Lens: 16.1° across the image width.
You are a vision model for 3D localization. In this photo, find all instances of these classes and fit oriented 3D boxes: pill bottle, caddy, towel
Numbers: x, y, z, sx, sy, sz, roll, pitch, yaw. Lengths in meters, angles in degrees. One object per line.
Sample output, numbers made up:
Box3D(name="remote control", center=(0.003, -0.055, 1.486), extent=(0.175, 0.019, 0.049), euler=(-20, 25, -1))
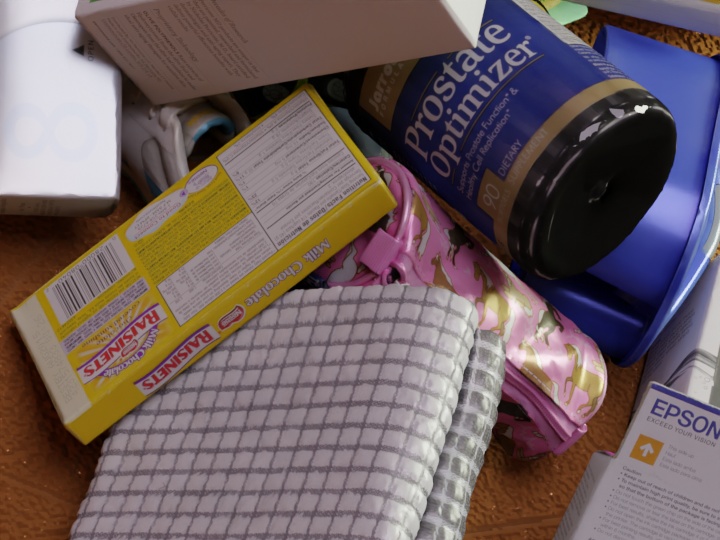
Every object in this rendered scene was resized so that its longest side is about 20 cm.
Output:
Box3D(name="pill bottle", center=(0.062, -0.094, 1.342), extent=(0.112, 0.112, 0.200), euler=(-26, 53, -34))
Box3D(name="caddy", center=(0.159, -0.042, 1.450), extent=(0.104, 0.142, 0.201), euler=(21, 54, -6))
Box3D(name="towel", center=(-0.034, 0.099, 1.256), extent=(0.086, 0.199, 0.166), euler=(49, 47, -42))

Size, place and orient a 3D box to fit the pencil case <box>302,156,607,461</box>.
Box3D(name="pencil case", center=(0.051, 0.023, 1.347), extent=(0.200, 0.083, 0.087), euler=(40, 56, -39))

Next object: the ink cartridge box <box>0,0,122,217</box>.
Box3D(name="ink cartridge box", center=(-0.225, -0.113, 1.338), extent=(0.199, 0.047, 0.161), euler=(2, 77, -11))

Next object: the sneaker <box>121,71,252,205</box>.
Box3D(name="sneaker", center=(-0.104, -0.082, 1.398), extent=(0.076, 0.081, 0.200), euler=(-28, 73, -33))

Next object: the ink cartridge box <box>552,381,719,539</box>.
Box3D(name="ink cartridge box", center=(0.191, 0.172, 1.307), extent=(0.196, 0.201, 0.043), euler=(22, 14, -10))

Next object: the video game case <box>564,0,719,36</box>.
Box3D(name="video game case", center=(0.164, -0.218, 1.522), extent=(0.199, 0.023, 0.182), euler=(16, 48, 25))

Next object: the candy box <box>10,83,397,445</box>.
Box3D(name="candy box", center=(-0.082, -0.005, 1.297), extent=(0.200, 0.026, 0.102), euler=(-37, 44, 2))

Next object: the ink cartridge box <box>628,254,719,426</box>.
Box3D(name="ink cartridge box", center=(0.226, 0.110, 1.418), extent=(0.146, 0.083, 0.201), euler=(25, 53, -7))

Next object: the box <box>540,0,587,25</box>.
Box3D(name="box", center=(0.044, -0.214, 1.569), extent=(0.117, 0.048, 0.200), euler=(-22, 68, -33))

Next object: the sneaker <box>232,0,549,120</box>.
Box3D(name="sneaker", center=(0.021, -0.119, 1.471), extent=(0.199, 0.076, 0.077), euler=(1, 50, -4))

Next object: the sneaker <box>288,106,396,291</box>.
Box3D(name="sneaker", center=(0.000, 0.000, 1.400), extent=(0.082, 0.070, 0.201), euler=(13, 61, -27))

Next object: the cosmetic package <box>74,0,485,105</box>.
Box3D(name="cosmetic package", center=(-0.034, -0.162, 1.306), extent=(0.085, 0.199, 0.108), euler=(48, 42, -43))
